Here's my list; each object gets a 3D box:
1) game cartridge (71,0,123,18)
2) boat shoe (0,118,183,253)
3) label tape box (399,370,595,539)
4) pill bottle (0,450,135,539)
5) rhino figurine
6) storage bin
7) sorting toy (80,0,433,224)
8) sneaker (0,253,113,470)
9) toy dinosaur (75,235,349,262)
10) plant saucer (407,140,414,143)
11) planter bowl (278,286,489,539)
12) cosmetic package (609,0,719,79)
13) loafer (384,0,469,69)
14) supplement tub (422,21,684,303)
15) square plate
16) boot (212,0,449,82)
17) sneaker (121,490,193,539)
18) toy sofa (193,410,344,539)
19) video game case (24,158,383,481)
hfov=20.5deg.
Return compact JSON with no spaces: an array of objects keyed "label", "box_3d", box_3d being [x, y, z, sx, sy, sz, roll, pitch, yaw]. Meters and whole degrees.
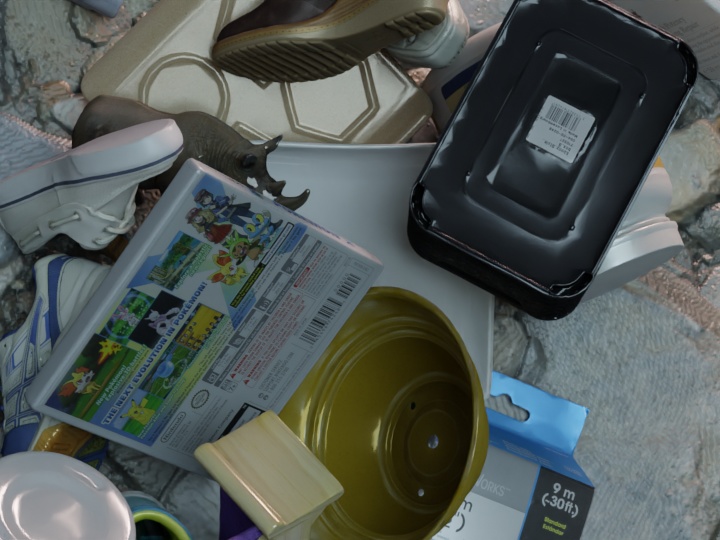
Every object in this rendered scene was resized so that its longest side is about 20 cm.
[{"label":"game cartridge","box_3d":[-0.199,-0.302,1.468,0.133,0.041,0.200,26,75,-11]},{"label":"boat shoe","box_3d":[-0.182,-0.050,1.361,0.071,0.200,0.070,-33,103,-45]},{"label":"label tape box","box_3d":[0.095,0.172,1.501,0.143,0.066,0.200,23,78,-16]},{"label":"pill bottle","box_3d":[-0.227,0.222,1.301,0.111,0.200,0.111,17,38,-14]},{"label":"rhino figurine","box_3d":[-0.122,-0.071,1.394,0.060,0.200,0.088,-29,126,-54]},{"label":"storage bin","box_3d":[0.130,-0.082,1.371,0.135,0.094,0.200,28,81,6]},{"label":"sorting toy","box_3d":[-0.076,-0.128,1.470,0.185,0.036,0.200,-44,95,0]},{"label":"sneaker","box_3d":[-0.220,0.085,1.401,0.088,0.075,0.200,23,91,28]},{"label":"toy dinosaur","box_3d":[-0.117,0.015,1.409,0.199,0.060,0.107,13,108,9]},{"label":"plant saucer","box_3d":[0.043,-0.058,1.535,0.200,0.019,0.070,28,75,-14]},{"label":"planter bowl","box_3d":[0.029,0.117,1.412,0.083,0.200,0.201,16,76,-47]},{"label":"cosmetic package","box_3d":[0.244,-0.245,1.588,0.200,0.102,0.074,34,72,-12]},{"label":"loafer","box_3d":[0.044,-0.186,1.461,0.070,0.200,0.070,36,101,-24]},{"label":"supplement tub","box_3d":[0.146,-0.081,1.492,0.144,0.144,0.200,-20,79,-21]},{"label":"square plate","box_3d":[0.000,0.000,1.454,0.199,0.028,0.199,0,107,-5]},{"label":"boot","box_3d":[-0.017,-0.229,1.415,0.072,0.200,0.167,30,53,-52]},{"label":"sneaker","box_3d":[-0.144,0.252,1.365,0.079,0.131,0.201,-12,87,-14]},{"label":"toy sofa","box_3d":[-0.079,0.198,1.358,0.097,0.200,0.083,-29,58,-26]},{"label":"video game case","box_3d":[-0.104,0.040,1.362,0.182,0.022,0.200,27,104,-40]}]
